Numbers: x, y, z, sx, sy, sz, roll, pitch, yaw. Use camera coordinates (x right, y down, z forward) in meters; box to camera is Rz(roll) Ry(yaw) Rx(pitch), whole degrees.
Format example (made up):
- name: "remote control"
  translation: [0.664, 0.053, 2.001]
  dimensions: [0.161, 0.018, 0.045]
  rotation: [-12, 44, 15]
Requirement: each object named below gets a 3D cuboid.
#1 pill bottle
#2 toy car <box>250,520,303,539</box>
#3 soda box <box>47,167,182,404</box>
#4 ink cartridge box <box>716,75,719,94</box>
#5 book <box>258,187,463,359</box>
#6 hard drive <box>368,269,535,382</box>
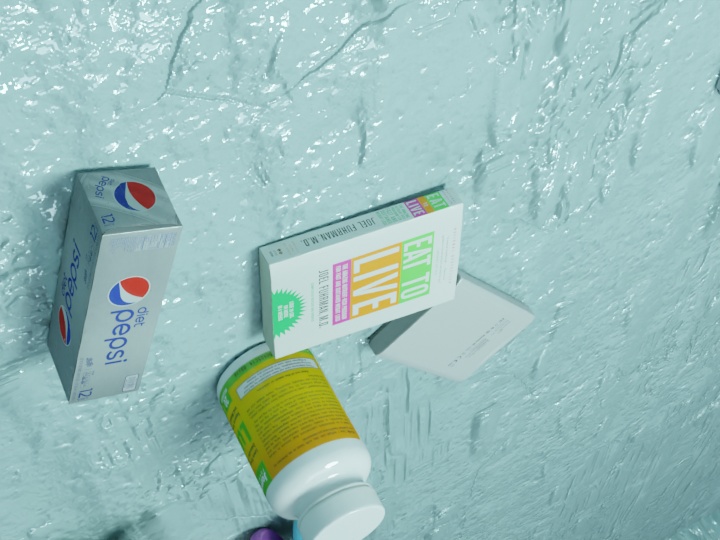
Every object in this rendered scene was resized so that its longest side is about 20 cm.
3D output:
- name: "pill bottle"
  translation: [-0.058, 0.177, 1.001]
  dimensions: [0.111, 0.200, 0.111]
  rotation: [-23, 147, -16]
- name: "toy car"
  translation: [-0.105, 0.415, 1.354]
  dimensions: [0.200, 0.175, 0.150]
  rotation: [-43, 110, 16]
- name: "soda box"
  translation: [-0.197, 0.015, 0.785]
  dimensions: [0.063, 0.068, 0.200]
  rotation: [-8, 140, -32]
- name: "ink cartridge box"
  translation: [0.478, -0.248, 1.018]
  dimensions: [0.199, 0.076, 0.137]
  rotation: [-27, 148, -12]
- name: "book"
  translation: [0.000, 0.000, 0.968]
  dimensions: [0.199, 0.048, 0.134]
  rotation: [-19, 142, -18]
- name: "hard drive"
  translation: [0.112, 0.069, 1.168]
  dimensions: [0.132, 0.026, 0.200]
  rotation: [-43, 147, 16]
